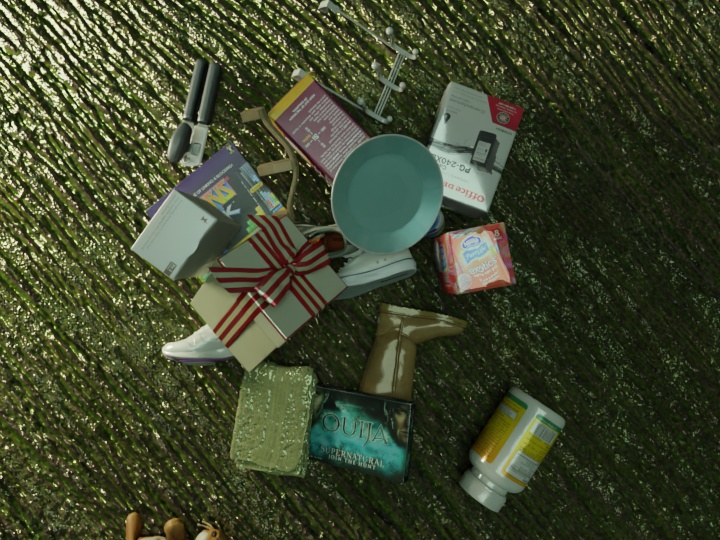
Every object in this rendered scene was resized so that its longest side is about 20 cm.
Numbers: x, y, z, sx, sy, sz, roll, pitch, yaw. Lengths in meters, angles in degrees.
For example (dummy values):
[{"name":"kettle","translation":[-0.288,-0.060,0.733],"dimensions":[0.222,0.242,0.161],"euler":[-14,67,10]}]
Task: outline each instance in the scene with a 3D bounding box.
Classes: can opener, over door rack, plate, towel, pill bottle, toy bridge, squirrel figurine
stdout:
[{"name":"can opener","translation":[-0.295,-0.284,1.042],"dimensions":[0.052,0.066,0.201],"euler":[13,84,-1]},{"name":"over door rack","translation":[-0.005,-0.371,1.033],"dimensions":[0.199,0.067,0.149],"euler":[23,88,-15]},{"name":"plate","translation":[0.044,-0.125,0.959],"dimensions":[0.199,0.026,0.202],"euler":[-7,111,-18]},{"name":"towel","translation":[-0.155,0.265,1.040],"dimensions":[0.147,0.036,0.202],"euler":[6,89,12]},{"name":"pill bottle","translation":[0.265,0.319,1.029],"dimensions":[0.112,0.113,0.201],"euler":[33,88,-1]},{"name":"toy bridge","translation":[-0.139,-0.174,0.970],"dimensions":[0.067,0.027,0.201],"euler":[-10,112,12]},{"name":"squirrel figurine","translation":[-0.312,0.531,1.011],"dimensions":[0.185,0.142,0.202],"euler":[-4,104,-13]}]

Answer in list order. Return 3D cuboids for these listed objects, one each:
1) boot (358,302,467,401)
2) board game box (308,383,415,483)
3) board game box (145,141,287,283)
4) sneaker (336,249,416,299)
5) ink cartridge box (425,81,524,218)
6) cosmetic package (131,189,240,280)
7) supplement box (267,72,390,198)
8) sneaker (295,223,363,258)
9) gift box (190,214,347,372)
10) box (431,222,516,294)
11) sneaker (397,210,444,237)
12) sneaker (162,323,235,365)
[{"name":"boot","translation":[0.094,0.170,1.051],"dimensions":[0.174,0.066,0.202],"euler":[9,88,10]},{"name":"board game box","translation":[-0.005,0.282,1.020],"dimensions":[0.199,0.028,0.136],"euler":[5,89,24]},{"name":"board game box","translation":[-0.254,-0.103,1.042],"dimensions":[0.200,0.057,0.166],"euler":[-40,92,-2]},{"name":"sneaker","translation":[0.000,0.000,1.053],"dimensions":[0.199,0.073,0.071],"euler":[-16,69,-5]},{"name":"ink cartridge box","translation":[0.189,-0.213,1.047],"dimensions":[0.144,0.083,0.201],"euler":[19,88,-2]},{"name":"cosmetic package","translation":[-0.267,-0.053,0.914],"dimensions":[0.081,0.200,0.113],"euler":[36,88,-1]},{"name":"supplement box","translation":[-0.052,-0.224,1.016],"dimensions":[0.200,0.131,0.103],"euler":[45,89,0]},{"name":"sneaker","translation":[-0.091,-0.049,1.021],"dimensions":[0.199,0.079,0.075],"euler":[-8,91,21]},{"name":"gift box","translation":[-0.162,0.028,0.946],"dimensions":[0.200,0.187,0.185],"euler":[46,47,-3]},{"name":"box","translation":[0.186,-0.018,0.986],"dimensions":[0.094,0.200,0.103],"euler":[-11,89,0]},{"name":"sneaker","translation":[0.056,-0.090,1.042],"dimensions":[0.198,0.082,0.075],"euler":[-6,91,0]},{"name":"sneaker","translation":[-0.255,0.116,1.041],"dimensions":[0.198,0.075,0.100],"euler":[-8,76,-7]}]
